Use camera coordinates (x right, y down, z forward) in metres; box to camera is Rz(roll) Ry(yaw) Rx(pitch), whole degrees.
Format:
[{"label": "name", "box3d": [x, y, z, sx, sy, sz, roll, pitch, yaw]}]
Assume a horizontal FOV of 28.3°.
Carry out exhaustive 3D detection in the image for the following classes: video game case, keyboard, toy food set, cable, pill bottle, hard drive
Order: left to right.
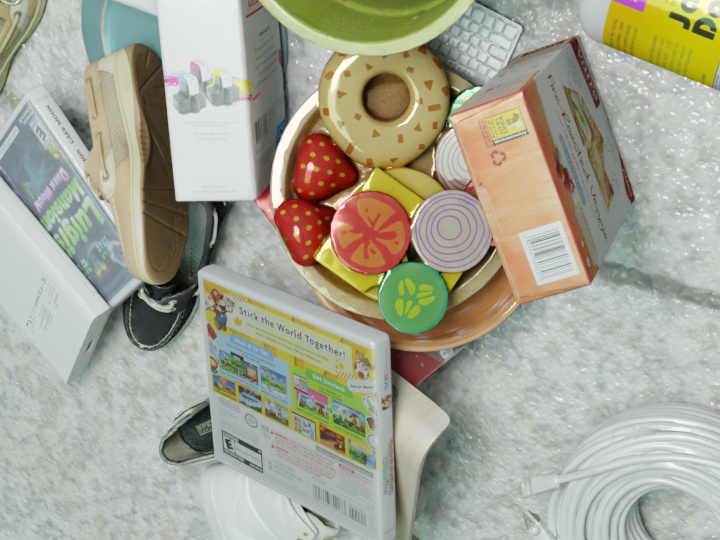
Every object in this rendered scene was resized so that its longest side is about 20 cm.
[{"label": "hard drive", "box3d": [-0.309, -0.005, 1.294, 0.200, 0.026, 0.132, 49, 144, 10]}, {"label": "video game case", "box3d": [-0.266, -0.043, 1.255, 0.183, 0.023, 0.200, 55, 143, 0]}, {"label": "video game case", "box3d": [-0.052, 0.105, 1.145, 0.199, 0.023, 0.184, 21, 124, 39]}, {"label": "toy food set", "box3d": [0.010, 0.145, 1.186, 0.143, 0.060, 0.201, 37, 145, 27]}, {"label": "keyboard", "box3d": [0.028, -0.208, 1.103, 0.199, 0.011, 0.057, 30, 120, 11]}, {"label": "toy food set", "box3d": [0.031, -0.061, 1.063, 0.197, 0.049, 0.201, 34, 92, -1]}, {"label": "cable", "box3d": [0.250, 0.204, 1.134, 0.199, 0.069, 0.201, -33, 95, 31]}, {"label": "pill bottle", "box3d": [0.219, -0.188, 0.967, 0.199, 0.104, 0.105, 24, 119, 14]}]

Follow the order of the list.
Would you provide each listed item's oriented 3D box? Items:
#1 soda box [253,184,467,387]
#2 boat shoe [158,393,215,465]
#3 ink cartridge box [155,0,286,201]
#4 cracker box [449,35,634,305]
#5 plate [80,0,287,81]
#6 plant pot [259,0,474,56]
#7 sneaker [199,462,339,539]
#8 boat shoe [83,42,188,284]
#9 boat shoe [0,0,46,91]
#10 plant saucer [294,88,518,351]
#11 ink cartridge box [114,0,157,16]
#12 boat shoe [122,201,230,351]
[{"label": "soda box", "box3d": [0.000, 0.000, 1.158, 0.070, 0.063, 0.201, -37, 91, 2]}, {"label": "boat shoe", "box3d": [-0.097, 0.127, 1.267, 0.199, 0.064, 0.071, -30, 96, 31]}, {"label": "ink cartridge box", "box3d": [-0.105, -0.165, 1.096, 0.067, 0.115, 0.202, 0, 109, 10]}, {"label": "cracker box", "box3d": [0.132, -0.076, 0.995, 0.057, 0.200, 0.135, -17, 103, 23]}, {"label": "plate", "box3d": [-0.154, -0.193, 1.187, 0.198, 0.026, 0.202, 10, 114, 22]}, {"label": "plant pot", "box3d": [0.033, -0.265, 0.973, 0.198, 0.190, 0.202, 9, 113, 22]}, {"label": "sneaker", "box3d": [-0.064, 0.264, 1.302, 0.115, 0.074, 0.202, -14, 102, 32]}, {"label": "boat shoe", "box3d": [-0.186, -0.081, 1.159, 0.064, 0.071, 0.202, -14, 71, 23]}, {"label": "boat shoe", "box3d": [-0.330, -0.215, 1.238, 0.073, 0.063, 0.201, 38, 121, 6]}, {"label": "plant saucer", "box3d": [0.047, -0.039, 1.106, 0.198, 0.037, 0.203, 0, 92, 1]}, {"label": "ink cartridge box", "box3d": [-0.199, -0.322, 1.124, 0.172, 0.044, 0.202, 21, 109, 12]}, {"label": "boat shoe", "box3d": [-0.165, -0.002, 1.244, 0.073, 0.060, 0.201, 27, 121, -6]}]
